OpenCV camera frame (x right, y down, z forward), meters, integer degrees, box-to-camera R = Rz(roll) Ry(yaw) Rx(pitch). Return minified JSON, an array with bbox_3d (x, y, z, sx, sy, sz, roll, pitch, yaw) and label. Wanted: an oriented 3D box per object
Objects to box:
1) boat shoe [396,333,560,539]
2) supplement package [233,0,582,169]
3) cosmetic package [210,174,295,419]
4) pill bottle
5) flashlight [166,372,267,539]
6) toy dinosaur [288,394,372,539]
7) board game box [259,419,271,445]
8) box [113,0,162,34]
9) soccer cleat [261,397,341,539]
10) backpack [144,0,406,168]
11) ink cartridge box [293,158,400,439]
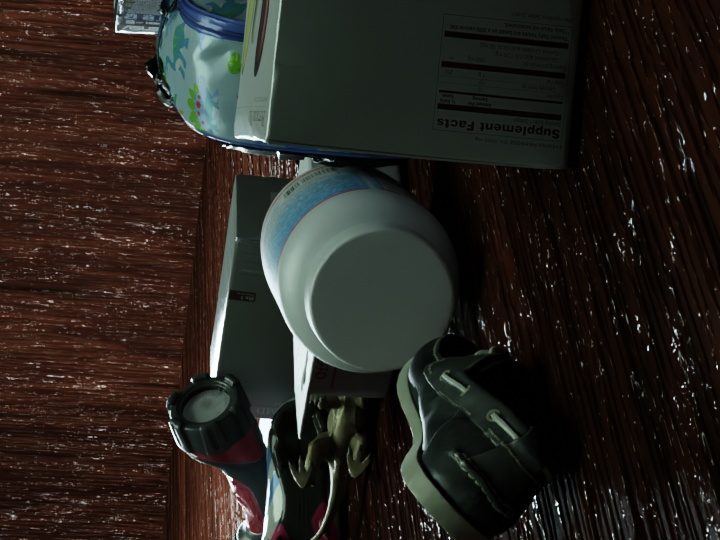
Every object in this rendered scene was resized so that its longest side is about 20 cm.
[{"bbox_3d":[0.062,0.071,1.073,0.068,0.072,0.200,-47,10,11],"label":"boat shoe"},{"bbox_3d":[0.022,-0.156,1.098,0.191,0.147,0.200,-157,72,-81],"label":"supplement package"},{"bbox_3d":[-0.060,0.025,1.753,0.090,0.107,0.200,-94,10,-49],"label":"cosmetic package"},{"bbox_3d":[0.000,0.000,1.321,0.200,0.109,0.109,-124,38,-78],"label":"pill bottle"},{"bbox_3d":[-0.098,0.173,1.784,0.068,0.068,0.200,28,148,40],"label":"flashlight"},{"bbox_3d":[-0.012,0.126,1.594,0.101,0.058,0.200,-46,-35,-72],"label":"toy dinosaur"},{"bbox_3d":[-0.064,0.177,1.924,0.152,0.045,0.200,-102,17,-63],"label":"board game box"},{"bbox_3d":[-0.105,-0.248,1.858,0.161,0.200,0.049,115,156,-70],"label":"box"},{"bbox_3d":[-0.043,0.199,1.730,0.086,0.070,0.200,52,-138,-78],"label":"soccer cleat"},{"bbox_3d":[-0.037,-0.149,1.394,0.200,0.183,0.147,-114,29,-69],"label":"backpack"},{"bbox_3d":[-0.009,0.008,1.521,0.116,0.068,0.200,101,170,-50],"label":"ink cartridge box"}]
